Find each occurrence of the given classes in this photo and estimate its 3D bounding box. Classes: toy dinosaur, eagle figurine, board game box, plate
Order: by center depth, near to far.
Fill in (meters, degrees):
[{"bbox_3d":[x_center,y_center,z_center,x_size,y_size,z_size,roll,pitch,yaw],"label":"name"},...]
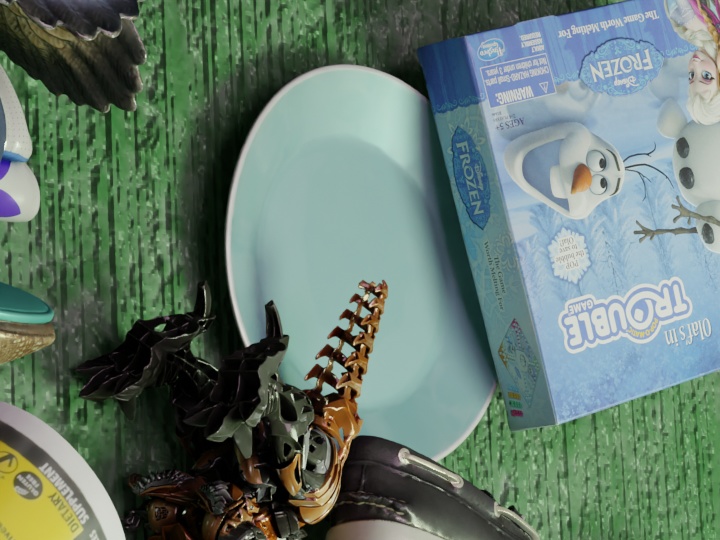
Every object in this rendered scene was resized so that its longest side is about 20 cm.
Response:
[{"bbox_3d":[-0.151,-0.171,1.152,0.151,0.151,0.201,2,80,-45],"label":"eagle figurine"},{"bbox_3d":[-0.054,0.082,1.255,0.136,0.102,0.201,59,36,-38],"label":"toy dinosaur"},{"bbox_3d":[0.000,0.000,1.365,0.200,0.026,0.201,12,74,-44],"label":"plate"},{"bbox_3d":[0.137,-0.038,1.449,0.199,0.043,0.200,-16,94,-38],"label":"board game box"}]

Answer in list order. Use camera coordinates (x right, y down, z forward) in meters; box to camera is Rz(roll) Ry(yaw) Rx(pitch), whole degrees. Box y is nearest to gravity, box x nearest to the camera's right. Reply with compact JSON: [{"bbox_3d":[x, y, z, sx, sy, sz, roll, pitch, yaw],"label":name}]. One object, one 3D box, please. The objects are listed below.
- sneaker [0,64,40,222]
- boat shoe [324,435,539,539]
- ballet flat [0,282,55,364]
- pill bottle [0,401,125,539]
[{"bbox_3d":[-0.177,-0.044,1.097,0.146,0.081,0.200,27,25,-33],"label":"sneaker"},{"bbox_3d":[0.053,0.134,1.354,0.200,0.074,0.061,27,58,-43],"label":"boat shoe"},{"bbox_3d":[-0.212,0.022,1.122,0.199,0.070,0.066,17,97,-40],"label":"ballet flat"},{"bbox_3d":[-0.188,0.145,1.072,0.200,0.111,0.112,-45,113,-41],"label":"pill bottle"}]
